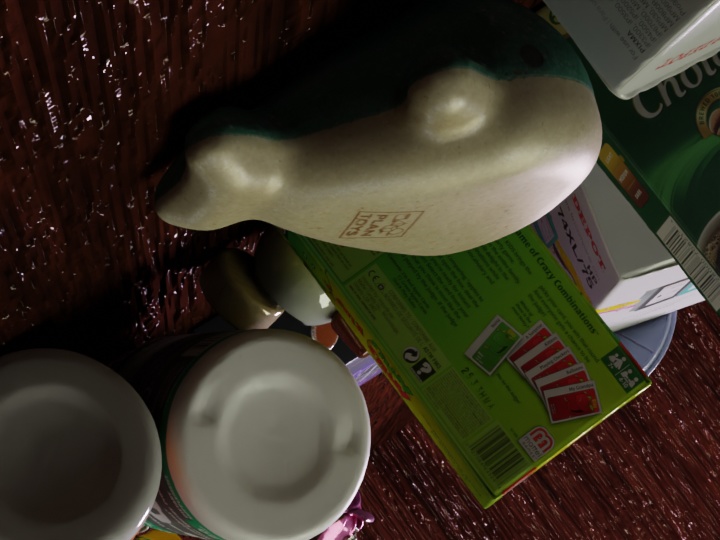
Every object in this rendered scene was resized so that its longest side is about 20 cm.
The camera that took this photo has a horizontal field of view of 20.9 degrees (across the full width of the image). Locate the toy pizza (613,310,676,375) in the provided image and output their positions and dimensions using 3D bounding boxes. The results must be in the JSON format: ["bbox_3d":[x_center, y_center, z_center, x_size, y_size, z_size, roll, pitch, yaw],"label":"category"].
[{"bbox_3d":[0.139,0.023,1.485,0.200,0.200,0.032,-34,155,-20],"label":"toy pizza"}]

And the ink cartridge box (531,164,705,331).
[{"bbox_3d":[0.198,-0.054,1.378,0.146,0.147,0.200,-18,167,-11],"label":"ink cartridge box"}]

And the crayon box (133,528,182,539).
[{"bbox_3d":[-0.211,0.272,1.351,0.200,0.058,0.173,-43,172,10],"label":"crayon box"}]

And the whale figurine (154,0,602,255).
[{"bbox_3d":[0.006,-0.067,0.864,0.200,0.104,0.159,-6,161,-22],"label":"whale figurine"}]

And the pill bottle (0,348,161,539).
[{"bbox_3d":[-0.176,0.123,1.018,0.113,0.113,0.200,-33,171,-27],"label":"pill bottle"}]

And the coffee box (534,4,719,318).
[{"bbox_3d":[0.188,-0.086,1.077,0.123,0.200,0.044,-33,169,-12],"label":"coffee box"}]

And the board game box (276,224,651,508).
[{"bbox_3d":[0.046,0.010,1.004,0.102,0.200,0.048,-35,172,-10],"label":"board game box"}]

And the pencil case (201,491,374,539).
[{"bbox_3d":[-0.074,0.214,1.280,0.200,0.094,0.091,-62,171,14],"label":"pencil case"}]

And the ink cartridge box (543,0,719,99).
[{"bbox_3d":[0.194,-0.186,0.944,0.145,0.083,0.200,-27,167,-49],"label":"ink cartridge box"}]

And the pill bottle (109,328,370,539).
[{"bbox_3d":[-0.083,0.091,1.076,0.113,0.113,0.200,-33,-170,-23],"label":"pill bottle"}]

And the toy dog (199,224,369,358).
[{"bbox_3d":[0.000,0.000,1.122,0.200,0.096,0.132,-27,168,-48],"label":"toy dog"}]

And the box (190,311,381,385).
[{"bbox_3d":[-0.040,0.052,1.330,0.200,0.079,0.141,-31,167,-34],"label":"box"}]

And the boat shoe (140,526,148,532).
[{"bbox_3d":[-0.166,0.153,1.349,0.062,0.071,0.200,-14,167,-31],"label":"boat shoe"}]
